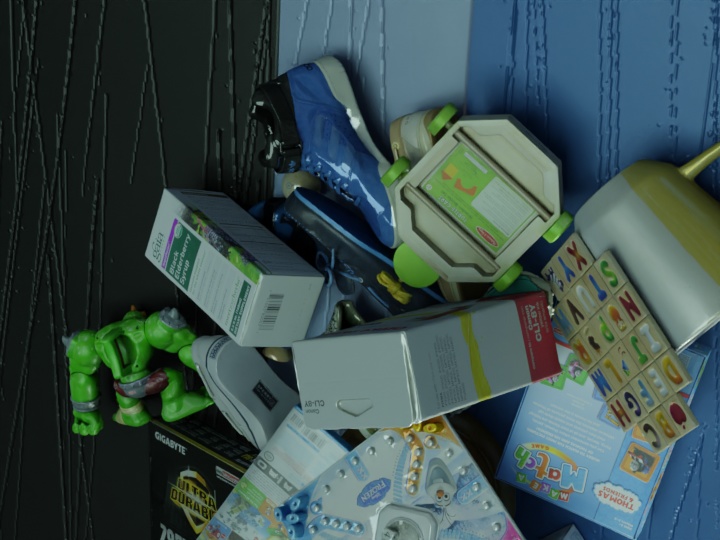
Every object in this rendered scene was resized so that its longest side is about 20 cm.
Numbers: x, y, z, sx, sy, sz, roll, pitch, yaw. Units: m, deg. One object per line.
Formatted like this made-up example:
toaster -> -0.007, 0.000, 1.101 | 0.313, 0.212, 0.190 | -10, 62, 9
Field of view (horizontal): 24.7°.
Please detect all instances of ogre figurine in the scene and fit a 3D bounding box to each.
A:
ogre figurine -> -0.235, 0.105, 1.762 | 0.200, 0.098, 0.120 | -5, 116, 36

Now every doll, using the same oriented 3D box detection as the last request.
doll -> -0.073, -0.010, 1.671 | 0.136, 0.048, 0.200 | 21, 110, 24

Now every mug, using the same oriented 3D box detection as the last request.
mug -> 0.285, -0.026, 1.467 | 0.153, 0.186, 0.149 | 50, 164, 11

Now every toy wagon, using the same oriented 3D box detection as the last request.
toy wagon -> 0.092, -0.051, 1.508 | 0.155, 0.040, 0.200 | 43, 114, 0

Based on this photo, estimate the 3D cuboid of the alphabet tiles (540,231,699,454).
alphabet tiles -> 0.229, 0.067, 1.469 | 0.200, 0.006, 0.166 | 59, 160, 12

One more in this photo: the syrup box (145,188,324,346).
syrup box -> -0.128, -0.005, 1.626 | 0.200, 0.081, 0.079 | 38, 116, 44

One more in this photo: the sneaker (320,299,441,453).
sneaker -> 0.019, 0.102, 1.609 | 0.200, 0.077, 0.089 | 42, 142, 36

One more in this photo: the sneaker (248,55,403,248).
sneaker -> -0.037, -0.099, 1.566 | 0.200, 0.111, 0.077 | 66, 162, 5

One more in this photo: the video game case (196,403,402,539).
video game case -> -0.065, 0.252, 1.619 | 0.143, 0.018, 0.200 | 40, 104, 13

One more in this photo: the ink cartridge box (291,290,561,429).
ink cartridge box -> 0.060, 0.080, 1.475 | 0.145, 0.200, 0.084 | -8, 94, 44

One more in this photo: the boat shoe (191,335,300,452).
boat shoe -> -0.107, 0.139, 1.716 | 0.065, 0.074, 0.200 | 13, 140, 49

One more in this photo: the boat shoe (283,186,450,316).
boat shoe -> 0.000, 0.000, 1.601 | 0.200, 0.084, 0.069 | 39, 108, -4

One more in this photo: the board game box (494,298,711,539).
board game box -> 0.231, 0.139, 1.578 | 0.151, 0.037, 0.200 | 23, 108, 16

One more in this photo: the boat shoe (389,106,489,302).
boat shoe -> 0.075, -0.060, 1.579 | 0.069, 0.074, 0.200 | 1, 110, 39

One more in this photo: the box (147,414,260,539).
box -> -0.156, 0.254, 1.751 | 0.200, 0.049, 0.160 | 21, 117, 49

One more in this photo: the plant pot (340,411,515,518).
plant pot -> 0.060, 0.227, 1.635 | 0.200, 0.027, 0.200 | 1, 83, -8

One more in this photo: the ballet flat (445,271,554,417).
ballet flat -> 0.133, 0.066, 1.589 | 0.072, 0.072, 0.200 | 44, 128, 5

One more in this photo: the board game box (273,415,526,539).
board game box -> 0.039, 0.254, 1.544 | 0.200, 0.026, 0.200 | -38, 72, 16

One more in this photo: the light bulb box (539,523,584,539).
light bulb box -> 0.139, 0.379, 1.625 | 0.198, 0.200, 0.125 | -34, 92, 31
